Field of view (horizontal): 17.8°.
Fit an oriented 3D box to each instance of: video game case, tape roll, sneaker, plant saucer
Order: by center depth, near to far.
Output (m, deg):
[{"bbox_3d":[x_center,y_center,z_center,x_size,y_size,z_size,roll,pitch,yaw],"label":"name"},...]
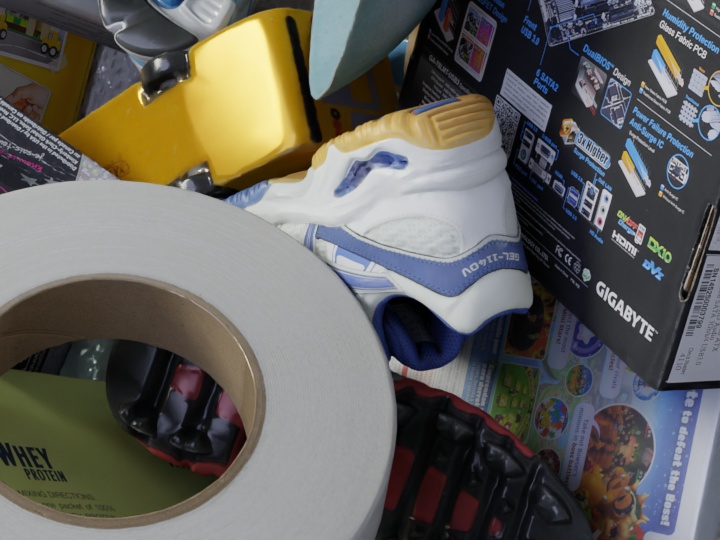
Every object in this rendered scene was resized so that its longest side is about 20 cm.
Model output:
[{"bbox_3d":[-0.087,0.054,0.789,0.203,0.202,0.037,57,154,33],"label":"tape roll"},{"bbox_3d":[0.021,-0.158,0.846,0.201,0.038,0.202,-169,90,-81],"label":"plant saucer"},{"bbox_3d":[0.000,0.000,0.868,0.200,0.075,0.089,-25,82,69],"label":"sneaker"},{"bbox_3d":[0.003,0.069,0.883,0.200,0.098,0.071,24,93,17],"label":"sneaker"},{"bbox_3d":[0.062,0.034,0.900,0.199,0.018,0.144,9,85,41],"label":"video game case"},{"bbox_3d":[-0.068,-0.161,1.022,0.075,0.087,0.201,13,64,8],"label":"sneaker"}]

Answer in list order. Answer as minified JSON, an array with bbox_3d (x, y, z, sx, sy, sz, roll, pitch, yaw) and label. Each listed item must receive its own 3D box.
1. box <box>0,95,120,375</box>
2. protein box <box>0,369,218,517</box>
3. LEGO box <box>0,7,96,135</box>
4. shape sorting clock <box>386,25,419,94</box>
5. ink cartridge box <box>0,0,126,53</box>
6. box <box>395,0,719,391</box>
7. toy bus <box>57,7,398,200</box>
[{"bbox_3d":[-0.200,0.029,0.952,0.132,0.115,0.201,35,126,10],"label":"box"},{"bbox_3d":[-0.101,0.156,0.876,0.135,0.198,0.200,-51,59,17],"label":"protein box"},{"bbox_3d":[-0.216,-0.118,1.044,0.077,0.200,0.150,13,87,40],"label":"LEGO box"},{"bbox_3d":[0.049,-0.161,0.924,0.199,0.039,0.201,2,93,37],"label":"shape sorting clock"},{"bbox_3d":[-0.141,-0.204,1.004,0.043,0.199,0.175,3,81,40],"label":"ink cartridge box"},{"bbox_3d":[0.094,-0.092,0.807,0.200,0.049,0.200,46,128,49],"label":"box"},{"bbox_3d":[-0.078,-0.041,0.981,0.200,0.078,0.065,-28,68,41],"label":"toy bus"}]
